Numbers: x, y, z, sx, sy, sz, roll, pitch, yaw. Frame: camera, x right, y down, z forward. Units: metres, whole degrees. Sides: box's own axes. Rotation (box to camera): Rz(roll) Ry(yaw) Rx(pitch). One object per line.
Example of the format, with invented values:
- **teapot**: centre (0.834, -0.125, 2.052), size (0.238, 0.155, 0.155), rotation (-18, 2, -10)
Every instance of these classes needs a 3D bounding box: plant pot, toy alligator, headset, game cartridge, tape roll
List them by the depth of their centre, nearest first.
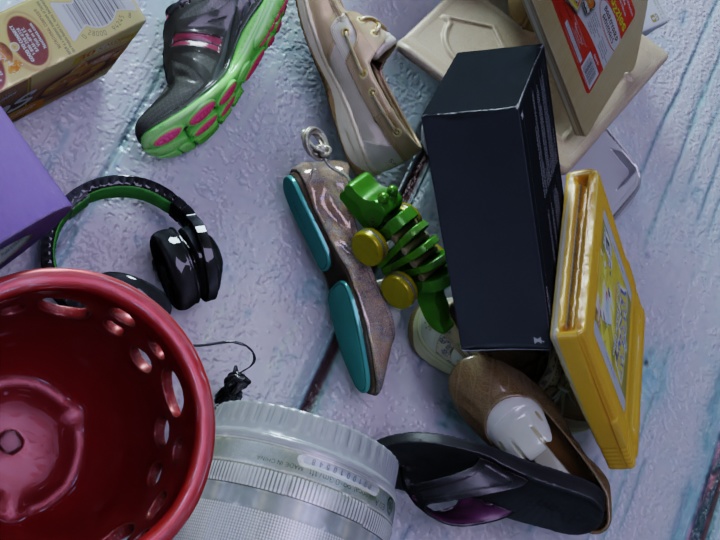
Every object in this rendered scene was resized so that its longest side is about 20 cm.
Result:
- **tape roll**: centre (-0.295, -0.018, 0.863), size (0.200, 0.200, 0.085), rotation (-38, 95, -28)
- **plant pot**: centre (-0.218, 0.113, 0.878), size (0.199, 0.182, 0.202), rotation (7, 74, -25)
- **headset**: centre (-0.157, 0.020, 1.009), size (0.200, 0.094, 0.123), rotation (46, 66, 8)
- **toy alligator**: centre (0.024, -0.039, 1.044), size (0.059, 0.054, 0.200), rotation (-37, 94, -40)
- **game cartridge**: centre (0.205, 0.045, 1.104), size (0.200, 0.032, 0.177), rotation (58, 34, -43)

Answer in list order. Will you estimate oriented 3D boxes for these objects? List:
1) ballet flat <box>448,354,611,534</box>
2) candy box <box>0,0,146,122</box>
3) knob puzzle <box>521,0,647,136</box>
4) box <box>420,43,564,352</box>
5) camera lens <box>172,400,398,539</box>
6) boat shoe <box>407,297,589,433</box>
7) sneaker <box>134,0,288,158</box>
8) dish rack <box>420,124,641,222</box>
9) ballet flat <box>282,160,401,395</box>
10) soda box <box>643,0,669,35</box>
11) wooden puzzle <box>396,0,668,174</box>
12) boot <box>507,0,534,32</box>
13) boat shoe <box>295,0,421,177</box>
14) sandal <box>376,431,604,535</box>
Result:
- **ballet flat**: centre (0.149, 0.151, 1.091), size (0.068, 0.072, 0.200), rotation (-37, 113, 6)
- **candy box**: centre (-0.263, -0.143, 0.956), size (0.200, 0.115, 0.055), rotation (-33, 92, -29)
- **knob puzzle**: centre (0.190, -0.245, 1.100), size (0.219, 0.030, 0.221), rotation (-11, 104, -50)
- **box**: centre (0.112, -0.057, 1.032), size (0.141, 0.078, 0.201), rotation (-65, 148, -59)
- **camera lens**: centre (-0.067, 0.213, 0.941), size (0.159, 0.160, 0.201), rotation (25, 68, -19)
- **boat shoe**: centre (0.135, 0.084, 1.128), size (0.199, 0.063, 0.074), rotation (26, 68, -19)
- **sneaker**: centre (-0.130, -0.173, 1.065), size (0.083, 0.077, 0.201), rotation (28, 63, 3)
- **dish rack**: centre (0.166, -0.105, 1.202), size (0.200, 0.044, 0.172), rotation (48, 62, -8)
- **ballet flat**: centre (0.000, 0.000, 1.077), size (0.067, 0.068, 0.201), rotation (-18, 87, -20)
- **soda box**: centre (0.213, -0.307, 1.264), size (0.068, 0.064, 0.201), rotation (-26, 89, -28)
- **wooden puzzle**: centre (0.152, -0.188, 1.170), size (0.185, 0.046, 0.200), rotation (39, 57, 9)
- **boot**: centre (0.081, -0.299, 1.155), size (0.199, 0.066, 0.176), rotation (19, 45, -4)
- **boat shoe**: centre (-0.001, -0.180, 1.110), size (0.069, 0.074, 0.201), rotation (-18, 94, 13)
- **sandal**: centre (0.096, 0.177, 1.047), size (0.199, 0.076, 0.048), rotation (13, 45, 3)
